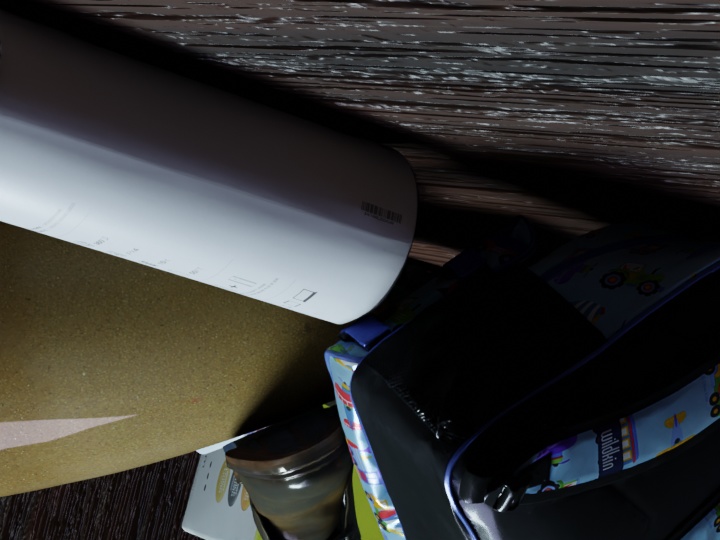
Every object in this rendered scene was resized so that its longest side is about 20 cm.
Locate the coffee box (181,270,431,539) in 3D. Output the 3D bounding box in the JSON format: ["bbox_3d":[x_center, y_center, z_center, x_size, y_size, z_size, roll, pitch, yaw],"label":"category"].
[{"bbox_3d":[0.020,0.105,1.400,0.199,0.200,0.198,16,174,-16],"label":"coffee box"}]

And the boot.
[{"bbox_3d":[-0.018,0.118,1.037,0.075,0.097,0.200,-22,179,-6],"label":"boot"}]

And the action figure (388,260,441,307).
[{"bbox_3d":[0.000,0.000,1.185,0.199,0.055,0.118,17,177,22],"label":"action figure"}]

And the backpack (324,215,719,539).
[{"bbox_3d":[0.106,0.059,0.941,0.134,0.200,0.183,40,159,45],"label":"backpack"}]

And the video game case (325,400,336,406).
[{"bbox_3d":[0.070,0.073,1.139,0.200,0.046,0.181,16,-177,-32],"label":"video game case"}]

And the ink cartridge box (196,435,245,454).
[{"bbox_3d":[-0.114,0.033,1.265,0.162,0.057,0.200,41,161,-9],"label":"ink cartridge box"}]

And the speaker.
[{"bbox_3d":[-0.078,-0.040,0.866,0.200,0.081,0.081,17,173,-31],"label":"speaker"}]

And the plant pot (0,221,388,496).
[{"bbox_3d":[-0.089,0.013,1.032,0.199,0.187,0.186,-3,173,4],"label":"plant pot"}]
